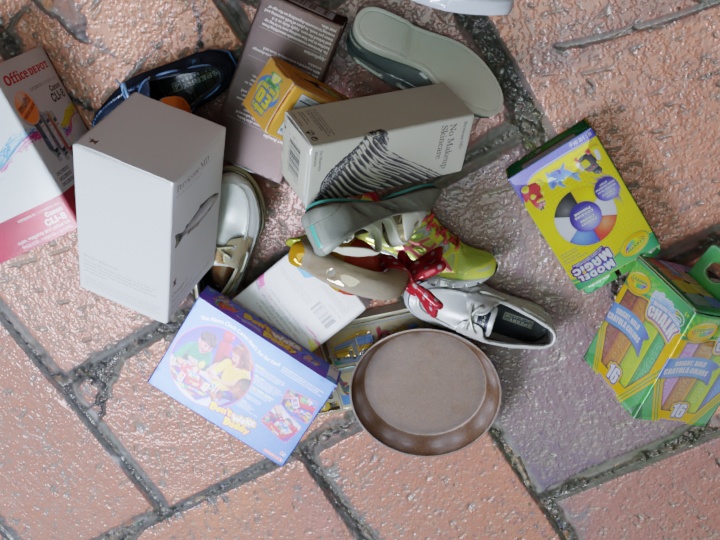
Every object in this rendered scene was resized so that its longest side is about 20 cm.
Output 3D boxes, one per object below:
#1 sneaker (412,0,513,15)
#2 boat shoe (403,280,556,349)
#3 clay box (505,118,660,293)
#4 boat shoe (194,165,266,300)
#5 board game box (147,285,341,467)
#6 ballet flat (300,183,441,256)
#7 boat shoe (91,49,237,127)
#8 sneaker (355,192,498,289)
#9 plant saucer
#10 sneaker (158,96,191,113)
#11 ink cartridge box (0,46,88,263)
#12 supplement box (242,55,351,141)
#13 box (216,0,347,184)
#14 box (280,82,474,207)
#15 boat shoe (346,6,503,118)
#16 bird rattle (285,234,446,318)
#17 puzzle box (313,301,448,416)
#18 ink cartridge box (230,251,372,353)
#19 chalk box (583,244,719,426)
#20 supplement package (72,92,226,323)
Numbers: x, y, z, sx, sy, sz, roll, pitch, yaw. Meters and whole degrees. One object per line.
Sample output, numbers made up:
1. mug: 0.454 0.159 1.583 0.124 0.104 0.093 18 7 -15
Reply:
1. sneaker: 0.075 -0.330 0.956 0.198 0.073 0.071 15 117 -1
2. boat shoe: 0.153 0.058 1.108 0.198 0.066 0.073 19 103 -10
3. clay box: 0.275 -0.066 1.066 0.114 0.048 0.201 -32 106 17
4. boat shoe: -0.164 -0.032 1.078 0.074 0.069 0.201 19 132 7
5. board game box: -0.142 0.131 1.087 0.199 0.045 0.135 33 107 -4
6. ballet flat: 0.020 -0.049 0.947 0.067 0.199 0.064 -28 79 46
7. boat shoe: -0.241 -0.208 1.041 0.199 0.069 0.085 -30 108 17
8. sneaker: 0.077 -0.041 1.080 0.198 0.078 0.091 16 112 -1
9. plant saucer: 0.085 0.156 1.158 0.198 0.035 0.202 2 118 4
10. sneaker: -0.239 -0.119 1.034 0.091 0.076 0.201 0 141 -9
11. ink cartridge box: -0.413 -0.137 1.046 0.143 0.146 0.201 -21 110 14
12. supplement box: -0.033 -0.162 0.984 0.199 0.067 0.069 23 112 -45
13. box: -0.096 -0.215 1.024 0.099 0.075 0.201 23 112 -6
14. box: 0.018 -0.136 0.940 0.198 0.069 0.083 -16 138 -24
15. boat shoe: 0.073 -0.232 1.018 0.198 0.073 0.062 26 157 -13
16. bird rattle: 0.000 0.000 0.992 0.199 0.163 0.113 33 110 12
17. puzzle box: 0.009 0.118 1.183 0.198 0.025 0.134 -13 111 11
18. ink cartridge box: -0.097 0.056 1.125 0.199 0.068 0.115 -38 93 14
19. chalk box: 0.384 0.067 1.054 0.122 0.125 0.202 9 116 -24
20. supplement package: -0.228 -0.066 0.956 0.116 0.117 0.201 22 133 9
